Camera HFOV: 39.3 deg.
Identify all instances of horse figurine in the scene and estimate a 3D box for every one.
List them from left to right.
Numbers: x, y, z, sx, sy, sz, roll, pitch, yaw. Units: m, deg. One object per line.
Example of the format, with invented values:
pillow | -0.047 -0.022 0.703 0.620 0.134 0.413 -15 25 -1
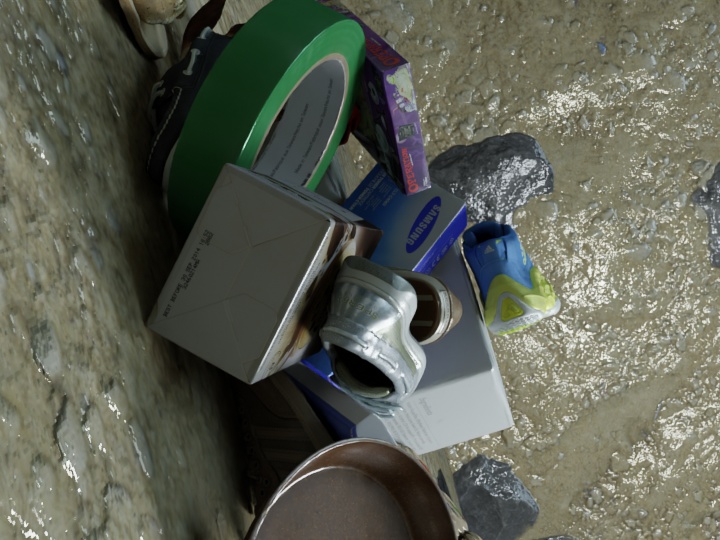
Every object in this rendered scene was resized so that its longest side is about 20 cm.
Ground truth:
horse figurine | -0.113 -0.175 0.895 0.201 0.132 0.050 61 2 33

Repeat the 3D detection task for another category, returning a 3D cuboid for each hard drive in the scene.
hard drive | -0.006 0.140 0.779 0.132 0.025 0.200 60 -15 -18

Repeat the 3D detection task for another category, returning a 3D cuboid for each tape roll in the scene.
tape roll | -0.066 -0.102 0.750 0.048 0.201 0.200 28 -3 11

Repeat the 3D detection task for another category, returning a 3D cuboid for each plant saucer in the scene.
plant saucer | -0.011 0.205 0.625 0.200 0.034 0.202 6 82 -45

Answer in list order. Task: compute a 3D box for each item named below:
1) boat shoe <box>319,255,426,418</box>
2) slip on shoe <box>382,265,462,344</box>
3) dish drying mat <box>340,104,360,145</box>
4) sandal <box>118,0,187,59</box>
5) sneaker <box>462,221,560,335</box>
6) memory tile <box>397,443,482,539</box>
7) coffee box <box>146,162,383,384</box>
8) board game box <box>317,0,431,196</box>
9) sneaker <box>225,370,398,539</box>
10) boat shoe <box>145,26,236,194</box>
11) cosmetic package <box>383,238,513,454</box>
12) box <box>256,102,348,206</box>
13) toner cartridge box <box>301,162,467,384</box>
boat shoe | 0.003 0.061 0.716 0.065 0.074 0.202 -60 167 -22
slip on shoe | -0.012 0.023 0.828 0.060 0.199 0.077 -4 95 -62
dish drying mat | -0.047 -0.215 0.905 0.077 0.018 0.201 125 -56 -77
sandal | -0.156 -0.224 0.771 0.212 0.069 0.078 45 28 -79
sneaker | 0.144 0.002 0.972 0.200 0.075 0.106 3 69 -82
memory tile | 0.072 0.211 0.874 0.154 0.017 0.200 52 1 15
coffee box | -0.056 0.000 0.696 0.114 0.080 0.200 -63 172 6
board game box | 0.002 -0.162 0.884 0.200 0.032 0.121 -125 -159 -51
sneaker | -0.056 0.135 0.719 0.200 0.075 0.071 51 -11 20
boat shoe | -0.130 -0.126 0.769 0.200 0.060 0.076 -70 -177 -57
cosmetic package | 0.026 0.081 0.980 0.165 0.199 0.166 63 11 -59
box | -0.085 -0.124 0.977 0.128 0.108 0.201 66 9 -53
toner cartridge box | 0.000 0.000 0.892 0.095 0.200 0.043 32 -18 21
